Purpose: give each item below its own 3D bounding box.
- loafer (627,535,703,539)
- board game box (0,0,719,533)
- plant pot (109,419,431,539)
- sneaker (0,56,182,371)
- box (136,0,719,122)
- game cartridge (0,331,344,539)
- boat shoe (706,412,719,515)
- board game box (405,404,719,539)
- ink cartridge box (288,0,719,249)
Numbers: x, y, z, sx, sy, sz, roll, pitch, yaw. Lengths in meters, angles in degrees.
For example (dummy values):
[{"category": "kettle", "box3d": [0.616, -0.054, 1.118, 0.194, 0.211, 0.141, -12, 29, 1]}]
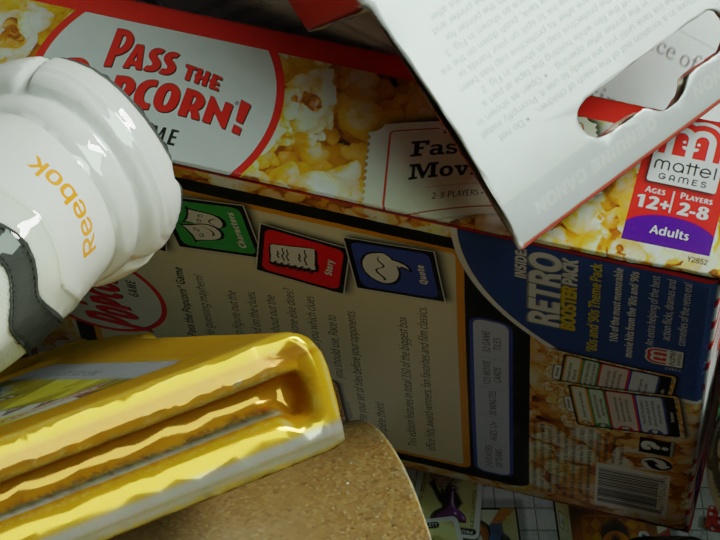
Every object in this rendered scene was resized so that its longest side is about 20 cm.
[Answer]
[{"category": "loafer", "box3d": [0.104, 0.164, 0.722, 0.072, 0.072, 0.201, 3, 68, -29]}, {"category": "board game box", "box3d": [0.000, 0.000, 0.720, 0.199, 0.152, 0.047, 13, 62, 9]}, {"category": "plant pot", "box3d": [-0.088, 0.139, 0.666, 0.199, 0.186, 0.188, -4, 72, -14]}, {"category": "sneaker", "box3d": [-0.135, 0.007, 0.664, 0.074, 0.199, 0.080, 54, 45, -12]}, {"category": "box", "box3d": [0.019, -0.103, 0.772, 0.199, 0.199, 0.131, 26, 80, -16]}, {"category": "game cartridge", "box3d": [-0.118, 0.054, 0.639, 0.175, 0.200, 0.033, -20, 97, -21]}, {"category": "boat shoe", "box3d": [0.151, -0.017, 0.701, 0.072, 0.060, 0.203, 25, 88, 7]}, {"category": "board game box", "box3d": [0.077, 0.075, 0.855, 0.199, 0.023, 0.105, 2, 68, -27]}, {"category": "ink cartridge box", "box3d": [0.017, -0.116, 0.641, 0.109, 0.050, 0.201, -35, 99, -16]}]
